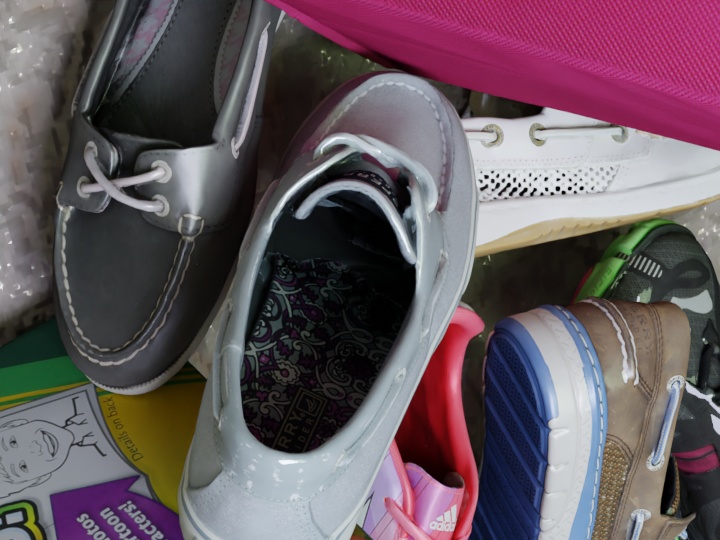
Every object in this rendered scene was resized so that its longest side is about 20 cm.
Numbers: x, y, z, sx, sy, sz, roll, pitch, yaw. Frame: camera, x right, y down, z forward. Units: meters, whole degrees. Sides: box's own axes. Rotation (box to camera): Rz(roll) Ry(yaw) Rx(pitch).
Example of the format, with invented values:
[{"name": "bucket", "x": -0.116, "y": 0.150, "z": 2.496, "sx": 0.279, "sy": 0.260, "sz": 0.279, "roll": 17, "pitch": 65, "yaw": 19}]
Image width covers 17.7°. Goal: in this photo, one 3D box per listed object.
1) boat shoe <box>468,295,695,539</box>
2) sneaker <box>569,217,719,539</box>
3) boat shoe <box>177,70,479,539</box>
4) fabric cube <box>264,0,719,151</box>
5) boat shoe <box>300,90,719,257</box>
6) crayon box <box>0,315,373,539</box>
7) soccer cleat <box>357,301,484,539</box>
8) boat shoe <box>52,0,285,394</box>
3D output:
[{"name": "boat shoe", "x": 0.083, "y": 0.087, "z": 0.831, "sx": 0.072, "sy": 0.073, "sz": 0.201, "roll": -14, "pitch": 144, "yaw": -15}, {"name": "sneaker", "x": 0.140, "y": 0.053, "z": 0.886, "sx": 0.077, "sy": 0.084, "sz": 0.200, "roll": -50, "pitch": 134, "yaw": -15}, {"name": "boat shoe", "x": -0.001, "y": 0.000, "z": 0.687, "sx": 0.072, "sy": 0.070, "sz": 0.202, "roll": 110, "pitch": -1, "yaw": -48}, {"name": "fabric cube", "x": 0.092, "y": -0.142, "z": 0.676, "sx": 0.200, "sy": 0.198, "sz": 0.198, "roll": 11, "pitch": 94, "yaw": -70}, {"name": "boat shoe", "x": 0.065, "y": -0.045, "z": 0.820, "sx": 0.199, "sy": 0.071, "sz": 0.070, "roll": -13, "pitch": 91, "yaw": -37}, {"name": "crayon box", "x": -0.087, "y": 0.113, "z": 0.676, "sx": 0.172, "sy": 0.200, "sz": 0.059, "roll": -29, "pitch": 138, "yaw": -25}, {"name": "soccer cleat", "x": 0.006, "y": 0.105, "z": 0.789, "sx": 0.066, "sy": 0.076, "sz": 0.202, "roll": 8, "pitch": 81, "yaw": -45}, {"name": "boat shoe", "x": -0.058, "y": -0.064, "z": 0.713, "sx": 0.057, "sy": 0.066, "sz": 0.202, "roll": 39, "pitch": 67, "yaw": -63}]
